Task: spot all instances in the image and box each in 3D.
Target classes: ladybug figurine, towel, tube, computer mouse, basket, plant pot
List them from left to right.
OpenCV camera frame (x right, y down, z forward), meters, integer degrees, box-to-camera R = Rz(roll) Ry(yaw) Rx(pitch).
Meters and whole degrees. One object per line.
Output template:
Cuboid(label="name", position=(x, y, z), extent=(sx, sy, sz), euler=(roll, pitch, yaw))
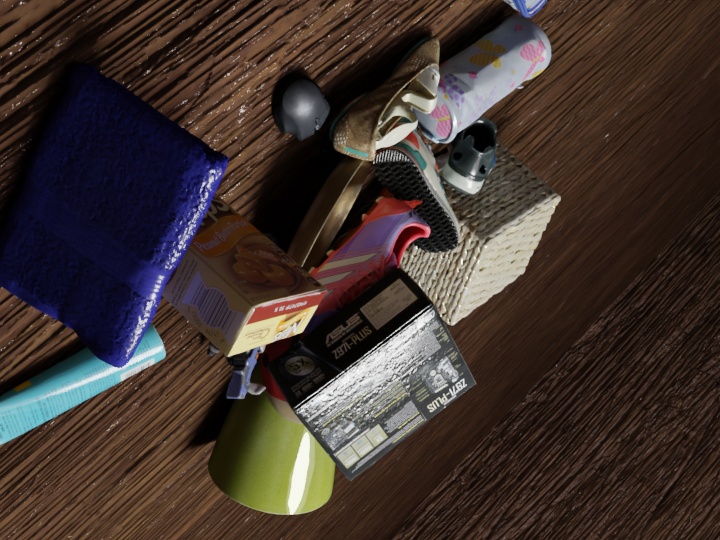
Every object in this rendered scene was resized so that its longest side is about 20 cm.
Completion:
Cuboid(label="tube", position=(-0.297, 0.116, 0.878), extent=(0.199, 0.050, 0.078), euler=(-30, 147, -28))
Cuboid(label="towel", position=(-0.201, -0.042, 0.684), extent=(0.201, 0.147, 0.050), euler=(-58, 173, 20))
Cuboid(label="plant pot", position=(-0.106, 0.205, 1.225), extent=(0.186, 0.186, 0.202), euler=(-11, 121, -56))
Cuboid(label="ladybug figurine", position=(-0.072, 0.102, 1.094), extent=(0.072, 0.134, 0.203), euler=(-15, 113, -67))
Cuboid(label="computer mouse", position=(-0.045, -0.147, 0.939), extent=(0.059, 0.034, 0.200), euler=(-48, 158, -4))
Cuboid(label="plant pot", position=(-0.042, -0.059, 1.006), extent=(0.201, 0.027, 0.200), euler=(-60, 178, -3))
Cuboid(label="basket", position=(0.159, -0.062, 1.285), extent=(0.199, 0.161, 0.199), euler=(-30, 151, -35))

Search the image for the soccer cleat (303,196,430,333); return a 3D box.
Cuboid(label="soccer cleat", position=(0.000, 0.000, 1.024), extent=(0.201, 0.076, 0.067), euler=(-50, 152, -12))

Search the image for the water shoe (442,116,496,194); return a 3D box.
Cuboid(label="water shoe", position=(0.159, -0.168, 1.146), extent=(0.079, 0.071, 0.201), euler=(-60, -175, 30))

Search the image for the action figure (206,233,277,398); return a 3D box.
Cuboid(label="action figure", position=(-0.149, 0.065, 0.977), extent=(0.195, 0.103, 0.202), euler=(83, 14, -52))

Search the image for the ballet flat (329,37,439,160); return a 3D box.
Cuboid(label="ballet flat", position=(0.047, -0.188, 0.968), extent=(0.200, 0.065, 0.071), euler=(-48, 162, -26))

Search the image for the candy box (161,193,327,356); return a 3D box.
Cuboid(label="candy box", position=(-0.138, -0.017, 0.746), extent=(0.056, 0.200, 0.115), euler=(-57, 160, 21))

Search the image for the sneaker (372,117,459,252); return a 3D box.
Cuboid(label="sneaker", position=(0.081, -0.109, 1.089), extent=(0.200, 0.070, 0.094), euler=(55, 40, -42))

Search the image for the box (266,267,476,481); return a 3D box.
Cuboid(label="box", position=(0.017, 0.124, 1.026), extent=(0.199, 0.086, 0.164), euler=(-37, 132, -5))

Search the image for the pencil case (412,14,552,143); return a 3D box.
Cuboid(label="pencil case", position=(0.151, -0.242, 1.086), extent=(0.199, 0.083, 0.091), euler=(-38, 159, -25))

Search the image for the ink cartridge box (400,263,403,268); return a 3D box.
Cuboid(label="ink cartridge box", position=(-0.001, 0.064, 1.260), extent=(0.161, 0.051, 0.201), euler=(-24, 151, -2))

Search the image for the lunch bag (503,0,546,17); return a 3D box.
Cuboid(label="lunch bag", position=(0.223, -0.400, 0.988), extent=(0.201, 0.075, 0.160), euler=(-52, 159, 8))

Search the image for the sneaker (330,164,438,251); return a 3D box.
Cuboid(label="sneaker", position=(0.039, -0.065, 1.144), extent=(0.201, 0.073, 0.077), euler=(-51, -164, -1))
